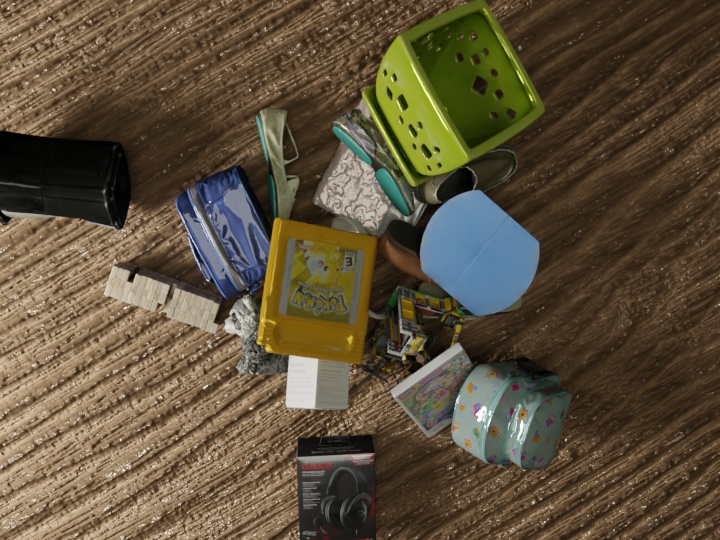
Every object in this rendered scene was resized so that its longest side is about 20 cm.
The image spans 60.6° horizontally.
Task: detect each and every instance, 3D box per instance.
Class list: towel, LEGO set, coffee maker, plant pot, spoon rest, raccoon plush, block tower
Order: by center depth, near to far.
[{"bbox_3d":[0.127,-0.258,0.949,0.197,0.181,0.203,-33,94,-30],"label":"plant pot"},{"bbox_3d":[-0.471,-0.141,0.951,0.193,0.192,0.139,3,84,-7],"label":"coffee maker"},{"bbox_3d":[0.089,0.132,1.041,0.151,0.118,0.201,23,127,-20],"label":"LEGO set"},{"bbox_3d":[-0.332,0.045,1.065,0.195,0.054,0.059,22,99,-9],"label":"block tower"},{"bbox_3d":[0.000,0.000,1.066,0.060,0.098,0.204,-33,110,-29],"label":"spoon rest"},{"bbox_3d":[0.039,-0.163,1.067,0.188,0.032,0.204,28,96,-9],"label":"towel"},{"bbox_3d":[-0.147,0.110,1.096,0.196,0.096,0.139,2,86,-36],"label":"raccoon plush"}]

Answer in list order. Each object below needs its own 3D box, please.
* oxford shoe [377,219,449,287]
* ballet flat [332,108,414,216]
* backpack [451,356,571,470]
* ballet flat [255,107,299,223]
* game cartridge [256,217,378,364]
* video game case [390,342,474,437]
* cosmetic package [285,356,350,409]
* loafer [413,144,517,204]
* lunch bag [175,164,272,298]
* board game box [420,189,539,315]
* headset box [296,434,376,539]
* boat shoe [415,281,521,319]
[{"bbox_3d":[0.116,-0.009,1.062,0.197,0.072,0.071,34,138,-7],"label":"oxford shoe"},{"bbox_3d":[0.040,-0.184,1.015,0.072,0.072,0.201,-41,102,4],"label":"ballet flat"},{"bbox_3d":[0.258,0.250,1.066,0.196,0.152,0.181,9,102,-34],"label":"backpack"},{"bbox_3d":[-0.131,-0.170,1.037,0.060,0.067,0.206,-10,102,-12],"label":"ballet flat"},{"bbox_3d":[-0.065,0.034,0.964,0.171,0.032,0.207,9,84,-18],"label":"game cartridge"},{"bbox_3d":[0.146,0.217,1.092,0.141,0.018,0.201,-35,139,1],"label":"video game case"},{"bbox_3d":[-0.069,0.127,1.036,0.073,0.101,0.207,10,75,-36],"label":"cosmetic package"},{"bbox_3d":[0.188,-0.154,1.043,0.195,0.070,0.077,-23,119,-12],"label":"loafer"},{"bbox_3d":[-0.214,-0.055,1.013,0.130,0.136,0.204,-25,101,-1],"label":"lunch bag"},{"bbox_3d":[0.192,-0.028,1.018,0.198,0.039,0.159,38,98,-6],"label":"board game box"},{"bbox_3d":[-0.044,0.399,1.141,0.144,0.077,0.207,-1,102,-4],"label":"headset box"},{"bbox_3d":[0.190,0.057,1.105,0.193,0.073,0.063,1,142,-9],"label":"boat shoe"}]
